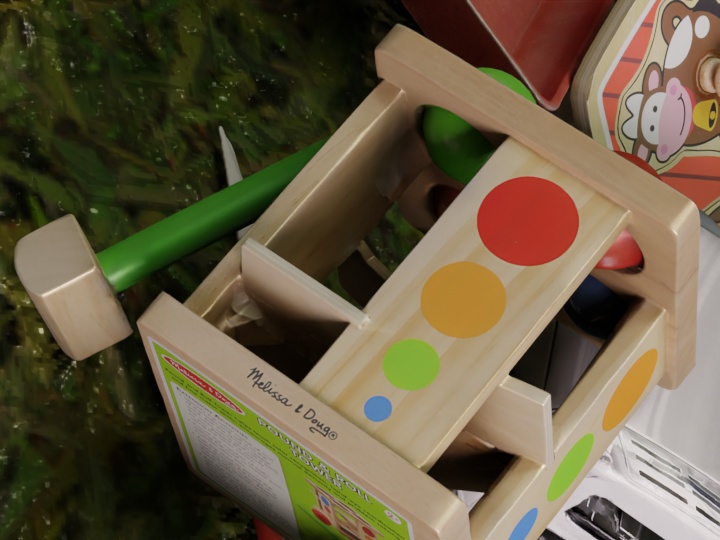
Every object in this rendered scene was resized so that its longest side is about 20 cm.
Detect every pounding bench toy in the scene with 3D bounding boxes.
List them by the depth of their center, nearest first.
[{"bbox_3d":[0.000,0.000,0.928,0.200,0.124,0.156,33,71,20],"label":"pounding bench toy"}]

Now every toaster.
[{"bbox_3d":[0.127,0.070,1.045,0.200,0.114,0.130,35,53,-18],"label":"toaster"}]

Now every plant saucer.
[{"bbox_3d":[0.030,-0.173,1.118,0.200,0.037,0.200,53,29,-13],"label":"plant saucer"}]

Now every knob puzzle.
[{"bbox_3d":[0.165,-0.066,1.130,0.219,0.030,0.221,-13,109,-41],"label":"knob puzzle"}]

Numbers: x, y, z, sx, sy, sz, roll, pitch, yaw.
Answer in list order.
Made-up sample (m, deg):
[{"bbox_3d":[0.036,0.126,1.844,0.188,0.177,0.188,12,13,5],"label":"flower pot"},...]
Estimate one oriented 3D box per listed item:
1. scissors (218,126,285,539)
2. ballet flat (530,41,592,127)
[{"bbox_3d":[-0.033,0.040,1.003,0.073,0.014,0.201,-17,79,-41],"label":"scissors"},{"bbox_3d":[0.118,-0.072,1.150,0.199,0.071,0.071,-4,68,-39],"label":"ballet flat"}]
